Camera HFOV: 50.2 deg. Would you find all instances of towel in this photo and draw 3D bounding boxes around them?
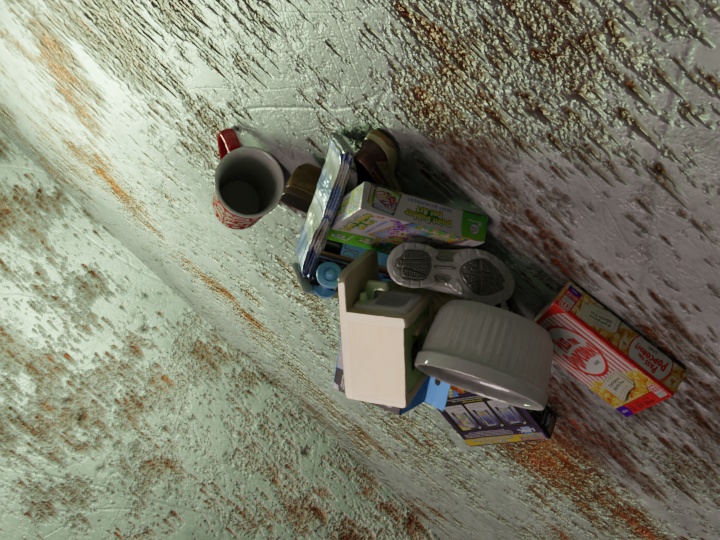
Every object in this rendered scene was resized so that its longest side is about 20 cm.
[{"bbox_3d":[-0.059,-0.103,1.167,0.023,0.203,0.147,16,-162,-16],"label":"towel"}]

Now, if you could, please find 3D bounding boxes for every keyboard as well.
[{"bbox_3d":[-0.070,0.023,1.402,0.199,0.011,0.057,15,-126,-67],"label":"keyboard"}]

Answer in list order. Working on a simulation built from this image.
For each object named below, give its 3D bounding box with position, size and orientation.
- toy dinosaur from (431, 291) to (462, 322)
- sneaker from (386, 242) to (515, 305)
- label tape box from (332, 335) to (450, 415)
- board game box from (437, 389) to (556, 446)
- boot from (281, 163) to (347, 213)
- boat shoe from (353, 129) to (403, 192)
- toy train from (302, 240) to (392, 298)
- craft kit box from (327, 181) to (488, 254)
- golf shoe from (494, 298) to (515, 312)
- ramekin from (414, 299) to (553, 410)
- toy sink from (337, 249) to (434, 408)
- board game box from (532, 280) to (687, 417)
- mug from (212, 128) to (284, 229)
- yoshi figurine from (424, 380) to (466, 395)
[{"bbox_3d":[0.137,0.035,1.245,0.102,0.058,0.200,55,149,3],"label":"toy dinosaur"},{"bbox_3d":[0.131,0.000,1.143,0.196,0.079,0.099,15,180,-6],"label":"sneaker"},{"bbox_3d":[0.058,0.165,1.316,0.197,0.066,0.145,20,122,16],"label":"label tape box"},{"bbox_3d":[0.250,0.260,1.479,0.198,0.057,0.166,-17,122,44],"label":"board game box"},{"bbox_3d":[-0.032,-0.117,1.319,0.198,0.077,0.073,27,157,-14],"label":"boot"},{"bbox_3d":[0.020,-0.126,1.177,0.072,0.072,0.201,33,158,20],"label":"boat shoe"},{"bbox_3d":[0.000,0.000,1.333,0.196,0.116,0.087,16,159,-5],"label":"toy train"},{"bbox_3d":[0.057,-0.065,1.141,0.194,0.049,0.200,16,166,-17],"label":"craft kit box"},{"bbox_3d":[0.209,0.094,1.247,0.201,0.095,0.077,52,158,-22],"label":"golf shoe"},{"bbox_3d":[0.185,0.120,1.117,0.197,0.107,0.200,19,169,4],"label":"ramekin"},{"bbox_3d":[0.045,0.084,1.173,0.110,0.130,0.204,5,111,23],"label":"toy sink"},{"bbox_3d":[0.345,0.117,1.109,0.199,0.046,0.152,39,160,10],"label":"board game box"},{"bbox_3d":[-0.228,-0.172,1.519,0.131,0.181,0.200,7,171,-14],"label":"mug"},{"bbox_3d":[0.112,0.158,1.416,0.197,0.111,0.115,6,102,37],"label":"yoshi figurine"}]
